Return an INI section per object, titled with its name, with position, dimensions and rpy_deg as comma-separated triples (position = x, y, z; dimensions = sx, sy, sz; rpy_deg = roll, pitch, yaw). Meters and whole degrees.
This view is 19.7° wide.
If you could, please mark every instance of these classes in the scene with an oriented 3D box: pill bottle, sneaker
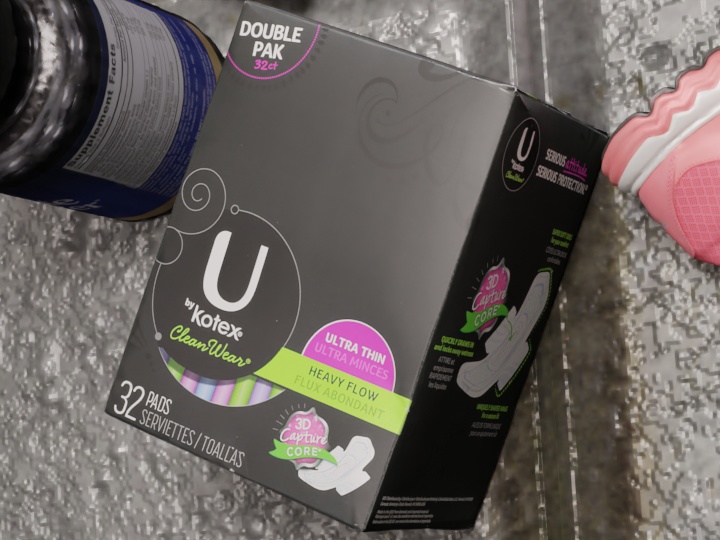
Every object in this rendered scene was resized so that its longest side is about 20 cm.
[pill bottle]
position = -0.153, -0.089, 0.993
dimensions = 0.111, 0.200, 0.113
rpy_deg = -3, 83, 26
[sneaker]
position = 0.203, -0.079, 0.895
dimensions = 0.200, 0.074, 0.087
rpy_deg = -40, 82, 22

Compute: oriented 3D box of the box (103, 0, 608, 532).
[box]
position = 0.000, 0.000, 0.947
dimensions = 0.148, 0.124, 0.201
rpy_deg = 21, 93, 26
